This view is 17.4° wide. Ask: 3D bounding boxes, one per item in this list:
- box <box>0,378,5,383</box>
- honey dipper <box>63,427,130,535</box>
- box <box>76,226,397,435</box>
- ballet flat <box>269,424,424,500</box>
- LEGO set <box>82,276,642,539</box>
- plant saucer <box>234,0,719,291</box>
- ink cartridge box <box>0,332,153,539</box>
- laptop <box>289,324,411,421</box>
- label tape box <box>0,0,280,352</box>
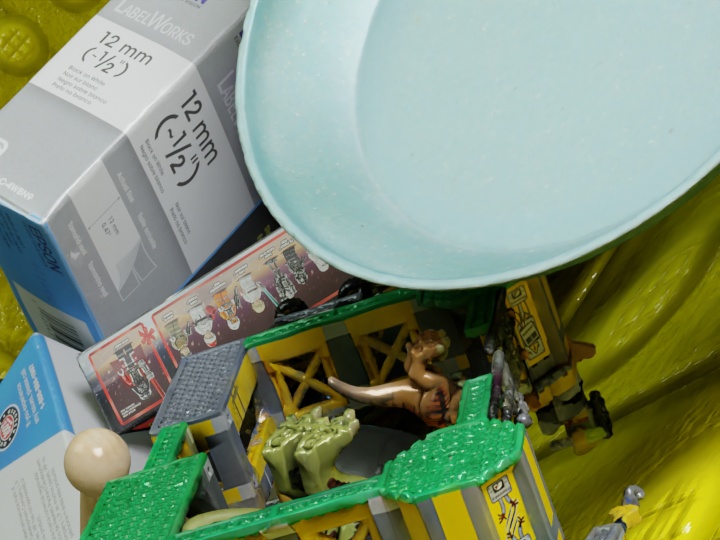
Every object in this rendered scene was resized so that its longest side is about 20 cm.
[{"bbox_3d":[-0.186,0.142,1.062,0.044,0.160,0.201,51,133,45],"label":"box"},{"bbox_3d":[-0.091,0.134,0.833,0.038,0.038,0.201,-58,-20,-49],"label":"honey dipper"},{"bbox_3d":[0.000,0.000,0.946,0.200,0.040,0.137,-31,-10,19],"label":"box"},{"bbox_3d":[-0.046,0.132,0.803,0.200,0.068,0.068,-48,-35,-19],"label":"ballet flat"},{"bbox_3d":[0.007,0.087,0.655,0.153,0.116,0.200,-20,17,4],"label":"LEGO set"},{"bbox_3d":[0.055,-0.077,0.672,0.199,0.036,0.201,-19,53,27],"label":"plant saucer"},{"bbox_3d":[-0.139,0.151,0.956,0.200,0.086,0.147,-56,30,17],"label":"ink cartridge box"},{"bbox_3d":[-0.017,0.110,0.994,0.187,0.116,0.201,-43,38,44],"label":"laptop"},{"bbox_3d":[-0.071,-0.055,1.022,0.200,0.066,0.144,-47,-35,-21],"label":"label tape box"}]
